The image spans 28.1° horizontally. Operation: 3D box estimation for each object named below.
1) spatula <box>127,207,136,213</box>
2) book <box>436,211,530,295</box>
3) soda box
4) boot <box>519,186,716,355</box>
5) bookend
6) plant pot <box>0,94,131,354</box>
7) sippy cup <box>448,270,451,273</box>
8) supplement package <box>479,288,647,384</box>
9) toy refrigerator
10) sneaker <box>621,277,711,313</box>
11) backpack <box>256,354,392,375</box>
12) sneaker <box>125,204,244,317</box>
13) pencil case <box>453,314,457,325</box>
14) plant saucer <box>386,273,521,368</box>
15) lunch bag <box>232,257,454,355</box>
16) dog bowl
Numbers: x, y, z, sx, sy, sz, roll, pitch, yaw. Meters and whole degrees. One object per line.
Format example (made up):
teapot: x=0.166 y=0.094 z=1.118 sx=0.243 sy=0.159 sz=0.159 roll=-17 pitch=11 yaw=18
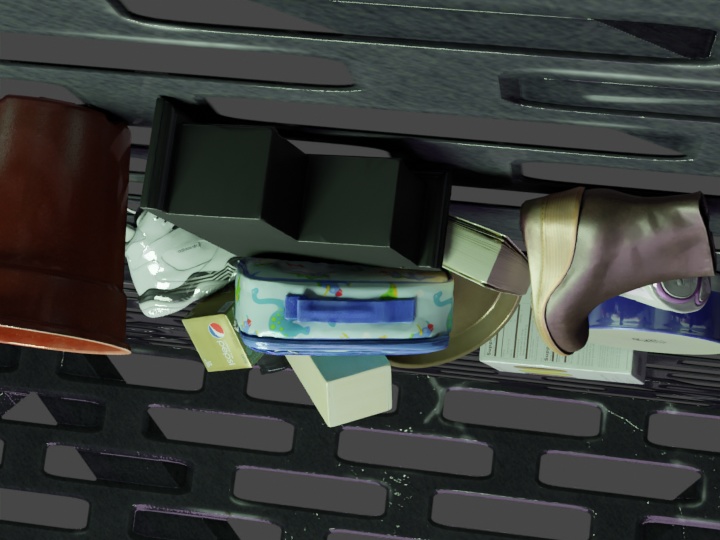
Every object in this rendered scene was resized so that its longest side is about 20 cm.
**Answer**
spatula: x=-0.243 y=-0.068 z=1.612 sx=0.199 sy=0.021 sz=0.057 roll=5 pitch=170 yaw=12
book: x=0.054 y=-0.034 z=1.336 sx=0.199 sy=0.048 sz=0.134 roll=24 pitch=179 yaw=22
soda box: x=-0.103 y=0.024 z=1.548 sx=0.064 sy=0.068 sz=0.200 roll=-8 pitch=-153 yaw=36
boot: x=0.239 y=0.007 z=1.311 sx=0.165 sy=0.073 sz=0.201 roll=0 pitch=135 yaw=20
bookend: x=-0.048 y=-0.068 z=1.199 sx=0.197 sy=0.093 sz=0.200 roll=4 pitch=171 yaw=20
plant pot: x=-0.283 y=-0.039 z=1.245 sx=0.199 sy=0.197 sz=0.201 roll=7 pitch=172 yaw=1
sippy cup: x=0.000 y=0.000 z=1.488 sx=0.139 sy=0.131 sz=0.177 roll=1 pitch=170 yaw=34
supplement package: x=0.267 y=0.080 z=1.872 sx=0.199 sy=0.110 sz=0.114 roll=4 pitch=171 yaw=21
toy refrigerator: x=-0.038 y=0.084 z=1.594 sx=0.075 sy=0.070 sz=0.200 roll=-15 pitch=-144 yaw=-18
sneaker: x=0.262 y=-0.012 z=1.441 sx=0.199 sy=0.075 sz=0.100 roll=19 pitch=175 yaw=-22
backpack: x=-0.061 y=0.052 z=1.828 sx=0.199 sy=0.155 sz=0.190 roll=-4 pitch=176 yaw=15
sneaker: x=-0.163 y=-0.042 z=1.510 sx=0.199 sy=0.115 sz=0.075 roll=-28 pitch=-161 yaw=-1
pencil case: x=0.068 y=0.018 z=1.682 sx=0.199 sy=0.094 sz=0.091 roll=14 pitch=170 yaw=-34
plant saucer: x=0.088 y=0.033 z=1.623 sx=0.199 sy=0.030 sz=0.201 roll=-13 pitch=137 yaw=-13
lunch bag: x=-0.018 y=0.030 z=1.328 sx=0.198 sy=0.083 sz=0.161 roll=0 pitch=-172 yaw=-9
dog bowl: x=0.339 y=0.046 z=1.690 sx=0.199 sy=0.079 sz=0.200 roll=7 pitch=171 yaw=1
